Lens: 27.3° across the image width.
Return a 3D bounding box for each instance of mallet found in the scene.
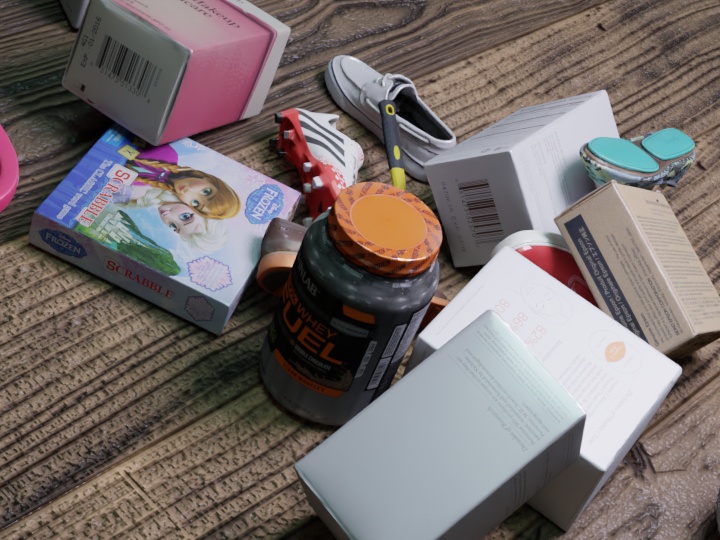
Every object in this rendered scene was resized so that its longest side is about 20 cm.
[{"bbox_3d":[0.048,-0.096,1.548,0.065,0.041,0.201,12,53,-15],"label":"mallet"}]

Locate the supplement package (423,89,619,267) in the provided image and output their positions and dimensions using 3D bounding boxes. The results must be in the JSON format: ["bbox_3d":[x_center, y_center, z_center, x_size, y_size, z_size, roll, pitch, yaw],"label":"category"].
[{"bbox_3d":[0.178,-0.096,1.546,0.200,0.117,0.118,-31,107,-45],"label":"supplement package"}]

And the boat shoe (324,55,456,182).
[{"bbox_3d":[0.038,-0.185,1.646,0.073,0.066,0.200,-23,59,-41],"label":"boat shoe"}]

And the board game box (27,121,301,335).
[{"bbox_3d":[-0.180,-0.052,1.411,0.199,0.041,0.200,25,39,1],"label":"board game box"}]

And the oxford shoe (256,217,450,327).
[{"bbox_3d":[0.000,0.000,1.400,0.199,0.071,0.073,19,53,-24],"label":"oxford shoe"}]

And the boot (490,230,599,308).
[{"bbox_3d":[0.209,0.053,1.425,0.200,0.072,0.145,31,33,-38],"label":"boot"}]

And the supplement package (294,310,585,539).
[{"bbox_3d":[0.064,0.150,1.171,0.200,0.117,0.117,-38,69,-11],"label":"supplement package"}]

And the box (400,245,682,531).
[{"bbox_3d":[0.158,0.104,1.339,0.200,0.107,0.152,36,51,14],"label":"box"}]

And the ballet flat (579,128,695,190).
[{"bbox_3d":[0.280,-0.101,1.527,0.199,0.074,0.074,-10,50,-47],"label":"ballet flat"}]

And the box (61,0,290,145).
[{"bbox_3d":[-0.182,-0.216,1.500,0.127,0.109,0.200,32,26,15],"label":"box"}]

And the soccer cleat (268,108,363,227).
[{"bbox_3d":[-0.028,-0.098,1.520,0.085,0.069,0.200,-4,43,-24],"label":"soccer cleat"}]

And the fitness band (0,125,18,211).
[{"bbox_3d":[-0.401,-0.110,1.376,0.143,0.038,0.200,-15,53,-34],"label":"fitness band"}]

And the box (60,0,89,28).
[{"bbox_3d":[-0.245,-0.400,1.638,0.170,0.200,0.201,-3,47,-30],"label":"box"}]

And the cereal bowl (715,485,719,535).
[{"bbox_3d":[0.408,0.246,1.342,0.199,0.084,0.201,14,41,-13],"label":"cereal bowl"}]

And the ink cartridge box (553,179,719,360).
[{"bbox_3d":[0.282,0.005,1.456,0.165,0.075,0.200,63,22,13],"label":"ink cartridge box"}]

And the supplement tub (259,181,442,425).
[{"bbox_3d":[-0.007,0.029,1.284,0.122,0.201,0.123,13,40,-12],"label":"supplement tub"}]
